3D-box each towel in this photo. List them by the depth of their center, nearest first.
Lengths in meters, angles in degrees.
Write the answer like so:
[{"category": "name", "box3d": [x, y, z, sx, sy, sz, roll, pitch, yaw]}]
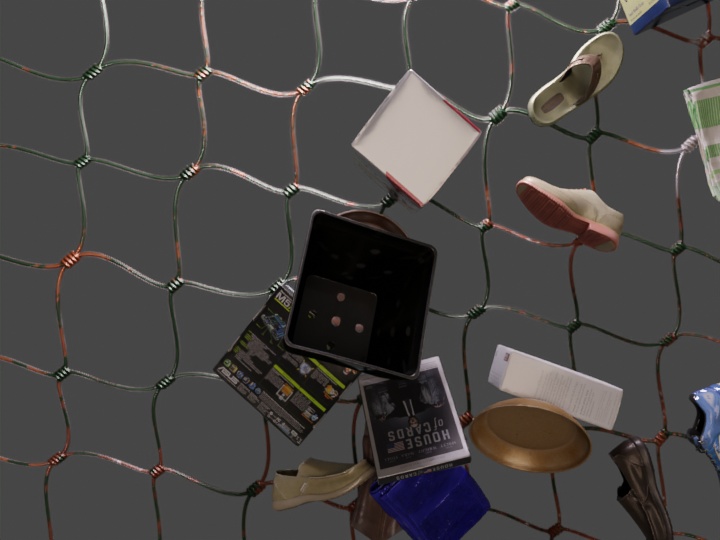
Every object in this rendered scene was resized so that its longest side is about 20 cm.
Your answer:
[{"category": "towel", "box3d": [0.121, 0.377, 1.099, 0.147, 0.050, 0.201, -39, 118, -4]}, {"category": "towel", "box3d": [0.655, -0.236, 1.157, 0.149, 0.023, 0.204, -17, 90, -1]}]

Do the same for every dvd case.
[{"category": "dvd case", "box3d": [0.081, 0.237, 1.083, 0.147, 0.202, 0.025, -13, 131, -1]}]

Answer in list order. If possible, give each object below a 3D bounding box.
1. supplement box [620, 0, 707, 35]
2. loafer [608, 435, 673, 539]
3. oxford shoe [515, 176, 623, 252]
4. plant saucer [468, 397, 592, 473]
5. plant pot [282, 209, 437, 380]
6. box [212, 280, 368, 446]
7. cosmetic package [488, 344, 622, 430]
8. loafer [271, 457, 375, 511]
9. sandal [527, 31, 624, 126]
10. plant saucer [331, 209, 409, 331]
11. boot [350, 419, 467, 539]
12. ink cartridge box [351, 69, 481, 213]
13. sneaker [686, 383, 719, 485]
[{"category": "supplement box", "box3d": [0.525, -0.539, 1.099, 0.197, 0.134, 0.203, -23, 90, 0]}, {"category": "loafer", "box3d": [0.471, 0.388, 1.140, 0.070, 0.073, 0.204, -15, 82, 5]}, {"category": "oxford shoe", "box3d": [0.357, -0.110, 1.142, 0.198, 0.071, 0.075, 32, 69, -4]}, {"category": "plant saucer", "box3d": [0.278, 0.265, 1.099, 0.196, 0.202, 0.036, 21, 49, 0]}, {"category": "plant pot", "box3d": [-0.017, 0.059, 1.017, 0.195, 0.178, 0.204, 16, 68, -11]}, {"category": "box", "box3d": [-0.116, 0.157, 1.126, 0.199, 0.048, 0.194, 40, 97, 0]}, {"category": "cosmetic package", "box3d": [0.321, 0.193, 1.117, 0.196, 0.102, 0.076, 18, 88, 0]}, {"category": "loafer", "box3d": [-0.070, 0.343, 1.109, 0.197, 0.075, 0.070, -23, 80, 18]}, {"category": "sandal", "box3d": [0.372, -0.321, 1.136, 0.201, 0.057, 0.080, -44, 91, 0]}, {"category": "plant saucer", "box3d": [0.000, 0.000, 1.146, 0.195, 0.034, 0.205, 0, 90, 1]}, {"category": "boot", "box3d": [0.081, 0.362, 1.137, 0.182, 0.064, 0.205, 6, 92, 2]}, {"category": "ink cartridge box", "box3d": [0.082, -0.193, 1.065, 0.145, 0.200, 0.145, 39, 92, 0]}, {"category": "sneaker", "box3d": [0.602, 0.299, 1.140, 0.087, 0.079, 0.205, -9, 82, 7]}]
